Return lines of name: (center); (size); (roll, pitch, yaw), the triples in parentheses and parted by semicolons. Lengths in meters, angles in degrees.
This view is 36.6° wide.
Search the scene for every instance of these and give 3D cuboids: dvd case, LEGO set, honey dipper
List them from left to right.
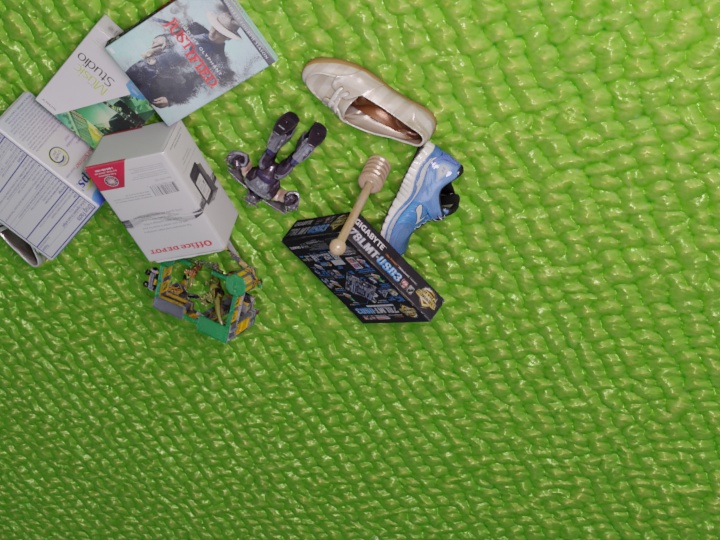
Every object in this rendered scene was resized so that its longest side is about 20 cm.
dvd case: (-0.234, -0.301, 1.503); (0.199, 0.022, 0.146); (-25, 118, 23)
LEGO set: (-0.242, 0.023, 1.789); (0.199, 0.116, 0.154); (15, 112, 19)
honey dipper: (-0.003, -0.087, 1.502); (0.038, 0.200, 0.038); (12, 135, 13)

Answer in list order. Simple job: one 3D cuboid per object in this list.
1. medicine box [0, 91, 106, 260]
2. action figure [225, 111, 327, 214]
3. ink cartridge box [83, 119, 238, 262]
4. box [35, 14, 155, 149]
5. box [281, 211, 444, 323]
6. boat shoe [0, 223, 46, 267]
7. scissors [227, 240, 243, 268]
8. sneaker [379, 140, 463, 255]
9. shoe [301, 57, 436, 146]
medicine box: (-0.507, -0.146, 1.727); (0.200, 0.103, 0.182); (39, 133, -15)
action figure: (-0.130, -0.150, 1.593); (0.130, 0.070, 0.200); (29, 138, -12)
ink cartridge box: (-0.297, -0.117, 1.649); (0.145, 0.084, 0.200); (-8, 133, 23)
box: (-0.375, -0.265, 1.610); (0.144, 0.036, 0.200); (41, 134, -16)
box: (0.000, 0.000, 1.636); (0.198, 0.050, 0.200); (44, 158, -20)
boat shoe: (-0.601, -0.089, 1.844); (0.072, 0.066, 0.200); (-15, 123, 33)
scissors: (-0.227, -0.075, 1.738); (0.073, 0.014, 0.200); (-26, 115, 36)
sneaker: (0.089, -0.088, 1.550); (0.089, 0.079, 0.200); (26, 135, 1)
shoe: (0.009, -0.226, 1.473); (0.199, 0.053, 0.070); (25, 135, -1)
